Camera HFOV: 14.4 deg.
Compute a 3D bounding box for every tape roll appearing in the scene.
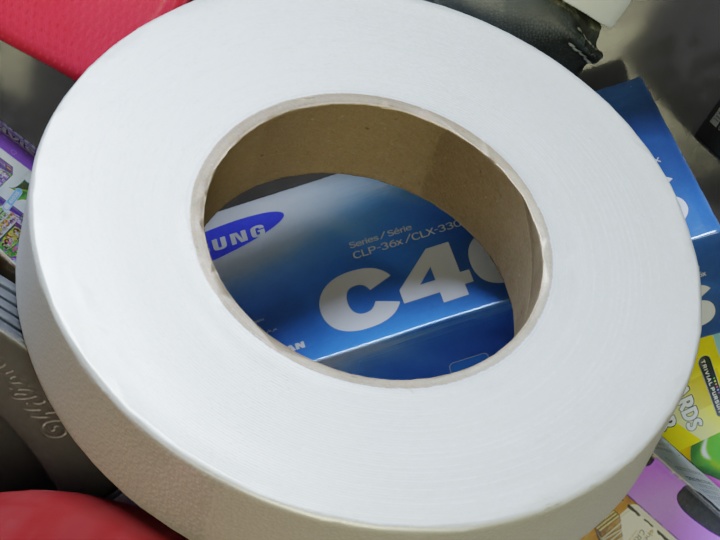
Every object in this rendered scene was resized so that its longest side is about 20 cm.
[{"bbox_3d":[0.000,0.000,0.832,0.203,0.203,0.037,9,142,-8],"label":"tape roll"}]

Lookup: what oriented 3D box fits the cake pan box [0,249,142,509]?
[{"bbox_3d":[-0.154,0.070,0.882,0.200,0.052,0.184,-34,112,28],"label":"cake pan box"}]

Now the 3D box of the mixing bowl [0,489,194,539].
[{"bbox_3d":[-0.088,0.136,0.811,0.200,0.108,0.200,8,129,9],"label":"mixing bowl"}]

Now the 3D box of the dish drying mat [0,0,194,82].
[{"bbox_3d":[-0.139,-0.131,0.891,0.200,0.018,0.077,30,100,4],"label":"dish drying mat"}]

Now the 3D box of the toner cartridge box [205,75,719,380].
[{"bbox_3d":[0.014,0.006,0.929,0.200,0.095,0.043,-18,126,-1],"label":"toner cartridge box"}]

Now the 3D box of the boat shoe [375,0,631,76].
[{"bbox_3d":[-0.010,-0.112,0.908,0.200,0.076,0.060,29,100,-8],"label":"boat shoe"}]

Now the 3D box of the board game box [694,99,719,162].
[{"bbox_3d":[0.187,-0.103,0.901,0.028,0.135,0.200,32,100,-13],"label":"board game box"}]

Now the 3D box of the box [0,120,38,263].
[{"bbox_3d":[-0.197,0.016,0.941,0.137,0.039,0.200,38,99,-15],"label":"box"}]

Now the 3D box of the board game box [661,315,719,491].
[{"bbox_3d":[0.159,0.081,0.919,0.200,0.047,0.151,-17,79,13],"label":"board game box"}]

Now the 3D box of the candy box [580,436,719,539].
[{"bbox_3d":[0.091,0.163,0.866,0.200,0.072,0.168,42,96,16],"label":"candy box"}]
